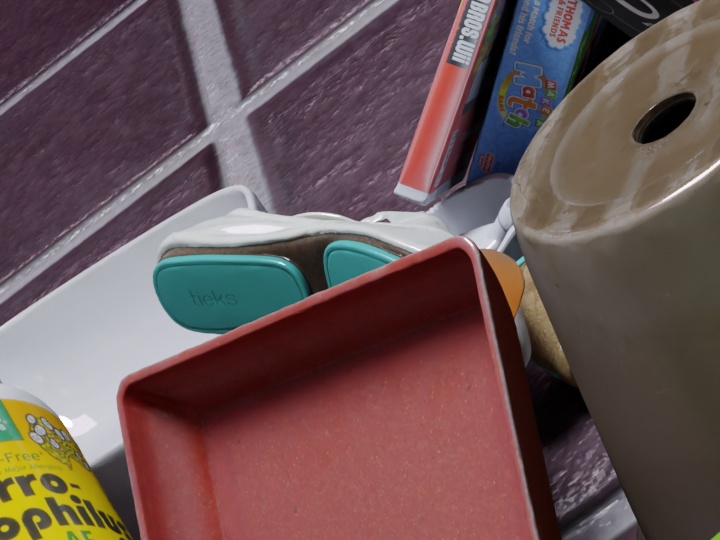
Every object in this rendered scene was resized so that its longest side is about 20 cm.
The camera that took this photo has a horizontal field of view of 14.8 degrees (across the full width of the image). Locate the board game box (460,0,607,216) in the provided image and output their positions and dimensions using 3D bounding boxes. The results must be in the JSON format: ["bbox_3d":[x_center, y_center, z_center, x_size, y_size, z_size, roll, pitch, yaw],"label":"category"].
[{"bbox_3d":[0.102,-0.140,1.282,0.152,0.036,0.200,104,-173,-45],"label":"board game box"}]

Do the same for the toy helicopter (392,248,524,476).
[{"bbox_3d":[0.036,0.084,1.010,0.200,0.079,0.133,-108,24,-47],"label":"toy helicopter"}]

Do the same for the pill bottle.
[{"bbox_3d":[-0.152,0.117,1.127,0.113,0.113,0.200,-39,51,3],"label":"pill bottle"}]

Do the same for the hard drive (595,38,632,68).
[{"bbox_3d":[0.198,-0.116,1.204,0.200,0.038,0.140,-41,23,1],"label":"hard drive"}]

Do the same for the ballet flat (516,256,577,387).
[{"bbox_3d":[0.144,-0.022,1.096,0.200,0.068,0.072,-37,44,8],"label":"ballet flat"}]

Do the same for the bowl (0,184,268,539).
[{"bbox_3d":[-0.108,0.067,1.294,0.200,0.075,0.200,-33,25,19],"label":"bowl"}]

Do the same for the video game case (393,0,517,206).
[{"bbox_3d":[0.064,-0.130,1.237,0.143,0.017,0.201,-37,-34,-79],"label":"video game case"}]

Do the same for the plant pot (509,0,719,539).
[{"bbox_3d":[0.142,0.011,0.892,0.200,0.174,0.200,-34,24,18],"label":"plant pot"}]

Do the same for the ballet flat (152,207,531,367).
[{"bbox_3d":[0.000,0.000,1.153,0.200,0.070,0.070,7,50,41],"label":"ballet flat"}]

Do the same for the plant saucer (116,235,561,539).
[{"bbox_3d":[0.003,0.110,0.954,0.037,0.201,0.199,-1,-16,-42],"label":"plant saucer"}]

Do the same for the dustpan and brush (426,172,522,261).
[{"bbox_3d":[0.055,-0.008,1.195,0.200,0.057,0.140,-25,28,32],"label":"dustpan and brush"}]

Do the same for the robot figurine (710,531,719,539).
[{"bbox_3d":[0.185,0.056,0.746,0.200,0.176,0.116,-30,1,-31],"label":"robot figurine"}]

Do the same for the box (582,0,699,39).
[{"bbox_3d":[0.156,-0.198,1.095,0.200,0.124,0.148,-58,15,-11],"label":"box"}]
